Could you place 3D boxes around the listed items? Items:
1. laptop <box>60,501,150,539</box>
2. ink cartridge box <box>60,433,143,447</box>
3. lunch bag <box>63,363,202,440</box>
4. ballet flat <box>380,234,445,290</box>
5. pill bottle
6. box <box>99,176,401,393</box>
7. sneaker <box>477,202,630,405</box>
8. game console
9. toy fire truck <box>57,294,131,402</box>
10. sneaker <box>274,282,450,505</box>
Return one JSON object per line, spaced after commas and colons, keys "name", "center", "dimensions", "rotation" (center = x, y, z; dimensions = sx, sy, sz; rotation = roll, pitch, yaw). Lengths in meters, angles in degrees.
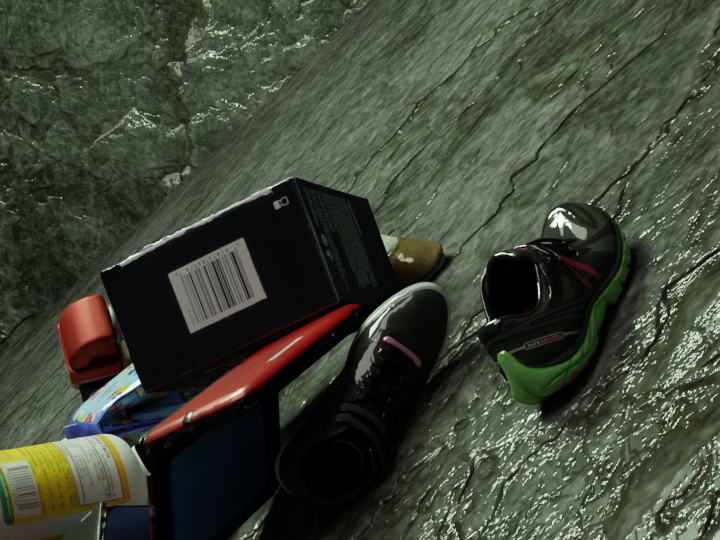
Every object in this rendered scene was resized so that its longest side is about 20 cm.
{"name": "laptop", "center": [-0.241, 0.300, 1.386], "dimensions": [0.187, 0.116, 0.201], "rotation": [-43, 28, 22]}
{"name": "ink cartridge box", "center": [-0.289, 0.191, 1.806], "dimensions": [0.199, 0.045, 0.176], "rotation": [-28, 12, 32]}
{"name": "lunch bag", "center": [-0.212, 0.124, 1.627], "dimensions": [0.199, 0.095, 0.150], "rotation": [-24, 6, -21]}
{"name": "ballet flat", "center": [0.000, 0.000, 1.536], "dimensions": [0.200, 0.072, 0.068], "rotation": [-26, 23, 55]}
{"name": "pill bottle", "center": [-0.266, 0.212, 1.463], "dimensions": [0.198, 0.114, 0.113], "rotation": [-7, -8, -31]}
{"name": "box", "center": [-0.088, 0.017, 1.402], "dimensions": [0.195, 0.118, 0.200], "rotation": [-25, -10, 16]}
{"name": "sneaker", "center": [0.130, 0.004, 1.093], "dimensions": [0.077, 0.084, 0.200], "rotation": [-36, 16, 33]}
{"name": "game console", "center": [-0.075, 0.134, 1.231], "dimensions": [0.172, 0.119, 0.200], "rotation": [-27, 6, 31]}
{"name": "toy fire truck", "center": [-0.252, 0.063, 1.802], "dimensions": [0.174, 0.129, 0.201], "rotation": [-14, -34, -12]}
{"name": "sneaker", "center": [0.012, 0.100, 1.211], "dimensions": [0.201, 0.071, 0.099], "rotation": [-53, 13, -1]}
